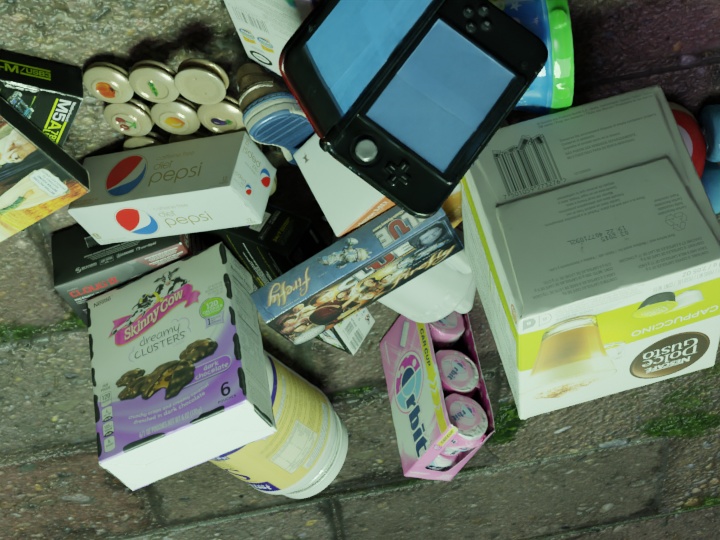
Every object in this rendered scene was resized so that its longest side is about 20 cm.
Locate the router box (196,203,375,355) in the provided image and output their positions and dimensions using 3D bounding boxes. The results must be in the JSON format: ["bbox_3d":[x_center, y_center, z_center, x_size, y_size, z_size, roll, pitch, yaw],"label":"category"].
[{"bbox_3d":[-0.084,-0.001,1.598,0.148,0.051,0.200,22,158,33],"label":"router box"}]

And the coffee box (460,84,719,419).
[{"bbox_3d":[0.212,-0.013,1.399,0.197,0.202,0.199,-15,147,-3],"label":"coffee box"}]

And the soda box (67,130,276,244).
[{"bbox_3d":[-0.186,-0.079,1.468,0.198,0.069,0.064,-7,144,29],"label":"soda box"}]

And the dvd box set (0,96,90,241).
[{"bbox_3d":[-0.380,-0.077,1.431,0.199,0.030,0.146,-27,141,16],"label":"dvd box set"}]

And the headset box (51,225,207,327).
[{"bbox_3d":[-0.232,0.010,1.620,0.147,0.076,0.201,-18,142,7],"label":"headset box"}]

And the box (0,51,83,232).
[{"bbox_3d":[-0.383,-0.129,1.428,0.191,0.048,0.201,7,138,-27],"label":"box"}]

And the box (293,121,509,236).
[{"bbox_3d":[0.053,-0.109,1.470,0.124,0.098,0.199,-40,160,32],"label":"box"}]

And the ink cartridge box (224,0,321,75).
[{"bbox_3d":[-0.050,-0.229,1.309,0.076,0.136,0.201,-47,146,-19],"label":"ink cartridge box"}]

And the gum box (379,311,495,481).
[{"bbox_3d":[0.088,0.140,1.770,0.065,0.202,0.114,9,140,-25],"label":"gum box"}]

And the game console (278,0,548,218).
[{"bbox_3d":[0.051,-0.178,1.258,0.172,0.201,0.119,36,166,4],"label":"game console"}]

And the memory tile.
[{"bbox_3d":[-0.172,-0.132,1.460,0.151,0.017,0.201,1,146,19],"label":"memory tile"}]

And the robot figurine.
[{"bbox_3d":[0.048,-0.016,1.632,0.168,0.114,0.199,-9,151,42],"label":"robot figurine"}]

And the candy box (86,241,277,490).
[{"bbox_3d":[-0.184,0.094,1.512,0.166,0.201,0.072,-23,141,13],"label":"candy box"}]

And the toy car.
[{"bbox_3d":[0.321,-0.055,1.587,0.182,0.202,0.178,-7,143,-7],"label":"toy car"}]

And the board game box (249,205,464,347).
[{"bbox_3d":[0.000,0.000,1.465,0.199,0.035,0.136,-31,163,4],"label":"board game box"}]

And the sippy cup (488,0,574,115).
[{"bbox_3d":[0.123,-0.206,1.395,0.129,0.180,0.140,-7,165,0],"label":"sippy cup"}]

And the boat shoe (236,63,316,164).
[{"bbox_3d":[-0.061,-0.156,1.451,0.072,0.073,0.200,-25,166,12],"label":"boat shoe"}]

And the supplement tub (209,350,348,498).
[{"bbox_3d":[-0.118,0.183,1.815,0.144,0.147,0.200,-28,139,20],"label":"supplement tub"}]
